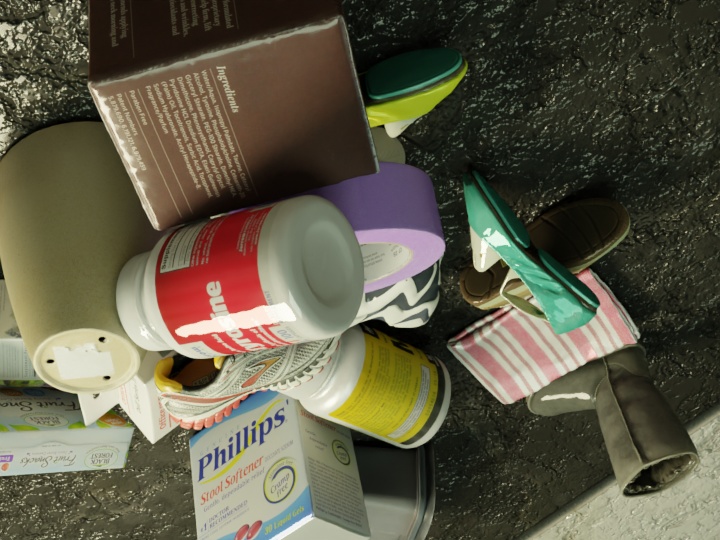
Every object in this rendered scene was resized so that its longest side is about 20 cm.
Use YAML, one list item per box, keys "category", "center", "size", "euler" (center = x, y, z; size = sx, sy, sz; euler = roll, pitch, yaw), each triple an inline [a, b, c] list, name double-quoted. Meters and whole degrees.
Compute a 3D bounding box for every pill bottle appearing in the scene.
- category: "pill bottle"
  center: [-0.104, 0.011, 0.976]
  size: [0.198, 0.114, 0.112]
  euler: [-12, 144, 35]
- category: "pill bottle"
  center: [-0.002, 0.120, 1.340]
  size: [0.198, 0.115, 0.114]
  euler: [26, 126, -35]

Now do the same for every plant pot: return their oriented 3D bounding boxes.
- category: "plant pot"
  center: [-0.247, 0.004, 1.085]
  size: [0.184, 0.202, 0.189]
  euler: [-6, 140, -5]

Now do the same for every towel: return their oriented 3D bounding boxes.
- category: "towel"
  center: [0.217, 0.082, 1.411]
  size: [0.198, 0.030, 0.146]
  euler: [-31, 131, 19]

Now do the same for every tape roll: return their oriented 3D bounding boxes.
- category: "tape roll"
  center: [-0.023, -0.031, 1.106]
  size: [0.196, 0.067, 0.200]
  euler: [-12, 163, -3]

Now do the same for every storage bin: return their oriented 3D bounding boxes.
- category: "storage bin"
  center: [0.008, 0.321, 1.553]
  size: [0.132, 0.147, 0.202]
  euler: [9, 135, -9]

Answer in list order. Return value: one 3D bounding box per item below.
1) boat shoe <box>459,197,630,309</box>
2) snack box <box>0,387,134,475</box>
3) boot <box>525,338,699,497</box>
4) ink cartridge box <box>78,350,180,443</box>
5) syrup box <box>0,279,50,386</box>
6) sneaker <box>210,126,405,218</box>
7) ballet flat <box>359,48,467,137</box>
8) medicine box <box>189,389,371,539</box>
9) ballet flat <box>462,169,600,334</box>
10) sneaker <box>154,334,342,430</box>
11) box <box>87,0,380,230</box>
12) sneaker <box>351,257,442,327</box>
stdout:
- category: "boat shoe"
  center: [0.205, -0.015, 1.291]
  size: [0.198, 0.073, 0.076]
  euler: [-24, 152, 23]
- category: "snack box"
  center: [-0.356, 0.158, 1.233]
  size: [0.198, 0.141, 0.054]
  euler: [5, 107, -47]
- category: "boot"
  center: [0.295, 0.188, 1.421]
  size: [0.181, 0.202, 0.072]
  euler: [-33, 134, 22]
- category: "ink cartridge box"
  center: [-0.187, 0.093, 1.205]
  size: [0.199, 0.067, 0.118]
  euler: [-36, 152, -26]
- category: "syrup box"
  center: [-0.323, 0.065, 1.228]
  size: [0.196, 0.080, 0.082]
  euler: [0, 137, -14]
- category: "sneaker"
  center: [-0.048, -0.084, 1.155]
  size: [0.197, 0.078, 0.082]
  euler: [-14, 157, 10]
- category: "ballet flat"
  center: [0.006, -0.149, 1.086]
  size: [0.196, 0.067, 0.068]
  euler: [-12, 131, 9]
- category: "medicine box"
  center: [-0.100, 0.253, 1.394]
  size: [0.181, 0.202, 0.102]
  euler: [-36, 136, 24]
- category: "ballet flat"
  center: [0.157, -0.009, 1.213]
  size: [0.070, 0.067, 0.200]
  euler: [-42, 96, 17]
- category: "sneaker"
  center: [-0.103, 0.077, 1.116]
  size: [0.198, 0.078, 0.082]
  euler: [-32, 146, -3]
- category: "box"
  center: [-0.104, -0.165, 0.966]
  size: [0.197, 0.168, 0.166]
  euler: [-14, 137, 2]
- category: "sneaker"
  center: [0.000, 0.000, 1.238]
  size: [0.196, 0.080, 0.131]
  euler: [3, 135, -17]
